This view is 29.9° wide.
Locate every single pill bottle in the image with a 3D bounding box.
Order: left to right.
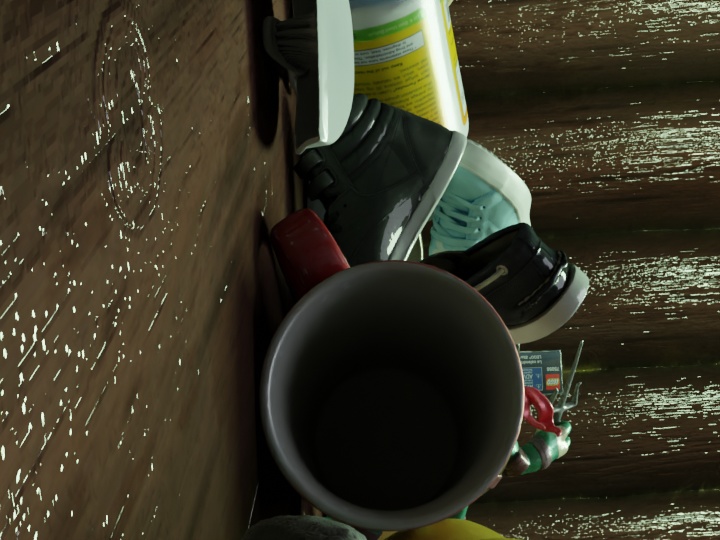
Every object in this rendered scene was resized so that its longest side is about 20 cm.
[{"bbox_3d":[0.023,-0.138,1.037,0.112,0.110,0.201,-89,168,-51],"label":"pill bottle"}]

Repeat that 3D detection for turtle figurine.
[{"bbox_3d":[0.061,0.115,0.911,0.201,0.149,0.101,-61,176,15],"label":"turtle figurine"}]

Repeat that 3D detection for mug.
[{"bbox_3d":[0.016,0.064,0.767,0.200,0.132,0.180,87,2,-75],"label":"mug"}]

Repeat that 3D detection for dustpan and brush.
[{"bbox_3d":[-0.033,-0.134,0.842,0.200,0.057,0.141,15,72,-79],"label":"dustpan and brush"}]

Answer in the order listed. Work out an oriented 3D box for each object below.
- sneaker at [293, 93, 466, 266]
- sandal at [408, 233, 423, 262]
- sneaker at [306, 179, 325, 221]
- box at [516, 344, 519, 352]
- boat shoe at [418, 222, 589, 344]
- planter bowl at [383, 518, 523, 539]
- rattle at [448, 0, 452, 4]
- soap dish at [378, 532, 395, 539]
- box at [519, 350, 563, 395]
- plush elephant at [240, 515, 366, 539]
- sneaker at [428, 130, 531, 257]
[{"bbox_3d":[-0.015,-0.028,0.903,0.201,0.099,0.071,-62,-173,-13],"label":"sneaker"},{"bbox_3d":[0.010,-0.073,1.147,0.054,0.079,0.202,-138,-146,-64],"label":"sandal"},{"bbox_3d":[0.000,0.000,0.998,0.073,0.070,0.202,72,12,-76],"label":"sneaker"},{"bbox_3d":[0.051,0.047,1.134,0.200,0.154,0.042,-29,118,-87],"label":"box"},{"bbox_3d":[0.059,0.014,0.856,0.060,0.199,0.076,45,53,-17],"label":"boat shoe"},{"bbox_3d":[0.049,0.220,0.861,0.084,0.198,0.202,-121,-162,-45],"label":"planter bowl"},{"bbox_3d":[0.061,-0.301,1.221,0.131,0.198,0.143,61,17,-18],"label":"rattle"},{"bbox_3d":[0.021,0.253,1.017,0.158,0.080,0.202,81,5,-57],"label":"soap dish"},{"bbox_3d":[0.078,0.097,1.199,0.200,0.135,0.040,156,-67,-73],"label":"box"},{"bbox_3d":[0.012,0.189,0.341,0.200,0.163,0.156,-52,132,-41],"label":"plush elephant"},{"bbox_3d":[0.084,-0.030,1.028,0.082,0.073,0.200,-57,152,-13],"label":"sneaker"}]
